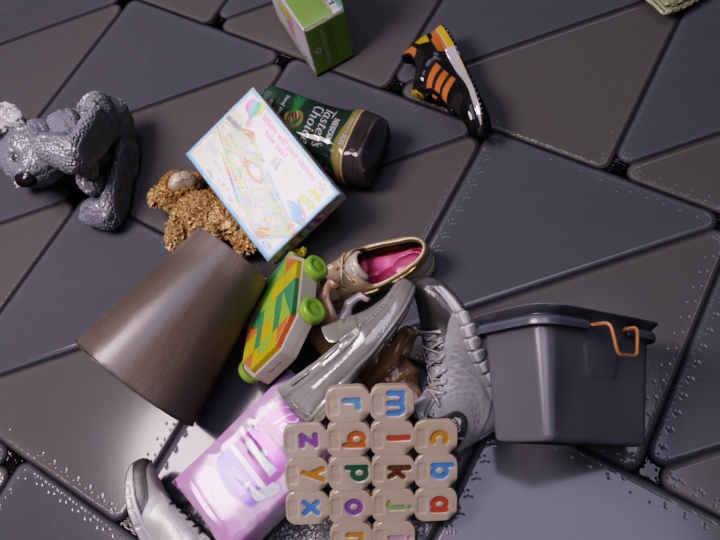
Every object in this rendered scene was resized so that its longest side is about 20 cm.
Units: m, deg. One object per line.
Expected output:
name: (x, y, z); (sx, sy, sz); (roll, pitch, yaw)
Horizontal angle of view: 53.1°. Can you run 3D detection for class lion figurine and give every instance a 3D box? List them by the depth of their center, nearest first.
lion figurine: (0.001, 0.101, 0.888); (0.199, 0.072, 0.124); (33, 98, 19)

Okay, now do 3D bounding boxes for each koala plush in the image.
koala plush: (-0.448, -0.175, 1.065); (0.196, 0.178, 0.186); (0, 54, 11)

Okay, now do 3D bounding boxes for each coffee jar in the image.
coffee jar: (-0.059, -0.191, 1.034); (0.197, 0.086, 0.106); (18, 71, 17)

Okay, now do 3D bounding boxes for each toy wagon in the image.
toy wagon: (-0.099, 0.043, 0.909); (0.155, 0.039, 0.202); (-43, 31, 36)

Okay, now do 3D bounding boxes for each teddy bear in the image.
teddy bear: (-0.222, -0.078, 1.025); (0.143, 0.067, 0.202); (-25, 65, -3)

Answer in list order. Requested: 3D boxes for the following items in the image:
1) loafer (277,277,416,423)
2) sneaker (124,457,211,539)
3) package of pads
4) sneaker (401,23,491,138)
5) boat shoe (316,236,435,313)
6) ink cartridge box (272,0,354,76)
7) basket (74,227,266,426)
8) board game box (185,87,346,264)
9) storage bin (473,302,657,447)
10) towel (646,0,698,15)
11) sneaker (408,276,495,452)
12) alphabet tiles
loafer: (-0.014, 0.082, 0.817); (0.070, 0.070, 0.201); (40, 85, 5)
sneaker: (-0.217, 0.312, 0.851); (0.079, 0.074, 0.202); (-26, 72, -5)
package of pads: (-0.112, 0.231, 0.860); (0.200, 0.076, 0.120); (-42, 68, -9)
sneaker: (0.122, -0.260, 1.048); (0.089, 0.070, 0.203); (-26, 63, 15)
boat shoe: (0.000, 0.000, 0.945); (0.197, 0.069, 0.075); (-20, 64, 2)
ink cartridge box: (-0.088, -0.421, 1.079); (0.075, 0.201, 0.149); (-30, 63, -4)
basket: (-0.219, 0.061, 0.906); (0.180, 0.136, 0.201); (41, 79, -18)
board game box: (-0.130, -0.129, 0.981); (0.134, 0.034, 0.201); (-41, 75, 8)
storage bin: (0.233, 0.120, 0.780); (0.197, 0.145, 0.137); (10, 73, -31)
towel: (0.492, -0.468, 1.081); (0.198, 0.037, 0.150); (-29, 63, -2)
sneaker: (0.088, 0.117, 0.827); (0.114, 0.075, 0.202); (-29, 92, -19)
alphabet tiles: (0.012, 0.222, 0.802); (0.192, 0.015, 0.204); (-2, 102, -2)
